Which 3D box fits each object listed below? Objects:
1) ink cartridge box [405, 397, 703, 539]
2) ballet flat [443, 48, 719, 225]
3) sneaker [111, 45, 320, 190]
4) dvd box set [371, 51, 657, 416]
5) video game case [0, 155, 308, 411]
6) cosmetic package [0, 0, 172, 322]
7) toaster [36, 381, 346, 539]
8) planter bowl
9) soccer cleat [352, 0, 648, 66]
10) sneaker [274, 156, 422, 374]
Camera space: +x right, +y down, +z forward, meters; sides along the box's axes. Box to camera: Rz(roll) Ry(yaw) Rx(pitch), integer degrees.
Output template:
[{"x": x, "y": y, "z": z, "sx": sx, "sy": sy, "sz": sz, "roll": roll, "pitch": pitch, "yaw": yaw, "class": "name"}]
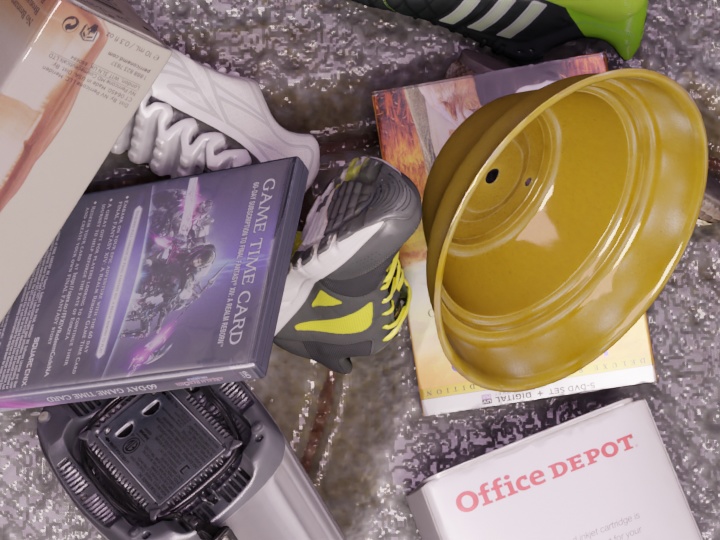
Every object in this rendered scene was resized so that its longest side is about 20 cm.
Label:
[{"x": 0.131, "y": 0.195, "z": 1.197, "sx": 0.146, "sy": 0.086, "sz": 0.201, "roll": -20, "pitch": 81, "yaw": -9, "class": "ink cartridge box"}, {"x": 0.140, "y": -0.075, "z": 1.267, "sx": 0.199, "sy": 0.067, "sz": 0.046, "roll": 27, "pitch": 105, "yaw": 1, "class": "ballet flat"}, {"x": -0.112, "y": -0.101, "z": 1.246, "sx": 0.200, "sy": 0.075, "sz": 0.081, "roll": 40, "pitch": 57, "yaw": 6, "class": "sneaker"}, {"x": 0.092, "y": -0.021, "z": 1.229, "sx": 0.146, "sy": 0.029, "sz": 0.201, "roll": -8, "pitch": 91, "yaw": 8, "class": "dvd box set"}, {"x": -0.131, "y": 0.009, "z": 1.165, "sx": 0.199, "sy": 0.019, "sz": 0.143, "roll": -8, "pitch": 52, "yaw": 25, "class": "video game case"}, {"x": -0.208, "y": -0.078, "z": 1.161, "sx": 0.087, "sy": 0.103, "sz": 0.200, "roll": 22, "pitch": 106, "yaw": -42, "class": "cosmetic package"}, {"x": -0.085, "y": 0.129, "z": 1.138, "sx": 0.114, "sy": 0.200, "sz": 0.129, "roll": -41, "pitch": 130, "yaw": -11, "class": "toaster"}, {"x": 0.096, "y": -0.038, "z": 1.148, "sx": 0.200, "sy": 0.201, "sz": 0.083, "roll": -41, "pitch": 48, "yaw": -11, "class": "planter bowl"}, {"x": 0.079, "y": -0.164, "z": 1.266, "sx": 0.199, "sy": 0.081, "sz": 0.068, "roll": 5, "pitch": 39, "yaw": 16, "class": "soccer cleat"}, {"x": 0.000, "y": 0.000, "z": 1.176, "sx": 0.084, "sy": 0.200, "sz": 0.075, "roll": 29, "pitch": 62, "yaw": -11, "class": "sneaker"}]
